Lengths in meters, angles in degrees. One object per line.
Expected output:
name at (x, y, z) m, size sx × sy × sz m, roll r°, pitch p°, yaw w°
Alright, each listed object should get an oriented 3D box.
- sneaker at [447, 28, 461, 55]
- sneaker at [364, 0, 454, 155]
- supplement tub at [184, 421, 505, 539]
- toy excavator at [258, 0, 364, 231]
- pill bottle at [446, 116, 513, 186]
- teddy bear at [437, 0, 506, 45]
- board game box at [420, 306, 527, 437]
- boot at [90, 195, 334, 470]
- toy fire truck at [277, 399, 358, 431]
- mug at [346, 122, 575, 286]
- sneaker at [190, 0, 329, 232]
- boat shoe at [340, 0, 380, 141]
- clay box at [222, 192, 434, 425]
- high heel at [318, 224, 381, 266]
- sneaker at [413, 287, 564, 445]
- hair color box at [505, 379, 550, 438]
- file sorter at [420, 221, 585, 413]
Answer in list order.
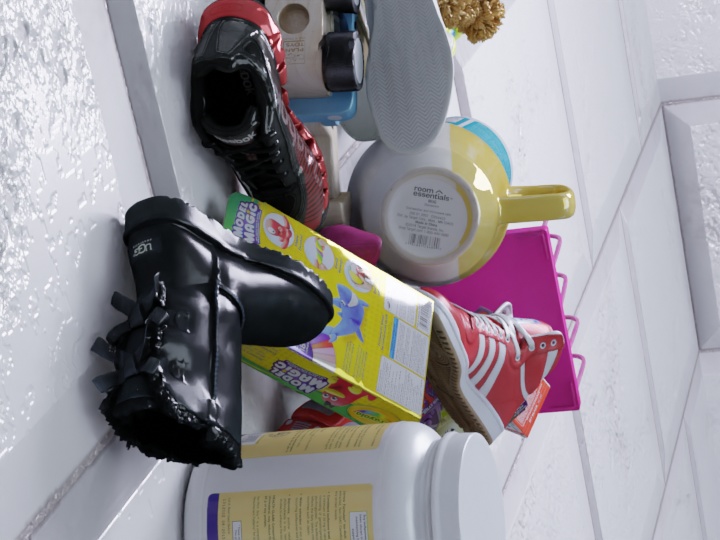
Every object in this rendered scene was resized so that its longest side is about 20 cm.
sneaker at (0.037, -0.192, 1.830) m, size 0.076 × 0.105 × 0.200 m, roll 42°, pitch 61°, yaw -2°
sneaker at (0.040, -0.182, 1.587) m, size 0.116 × 0.073 × 0.201 m, roll 64°, pitch 22°, yaw -78°
supplement tub at (-0.009, 0.182, 1.367) m, size 0.145 × 0.199 × 0.146 m, roll -5°, pitch 90°, yaw -72°
toy excavator at (-0.036, -0.143, 1.579) m, size 0.200 × 0.100 × 0.195 m, roll 48°, pitch 40°, yaw -75°
pill bottle at (0.086, -0.091, 1.889) m, size 0.200 × 0.111 × 0.111 m, roll -30°, pitch 113°, yaw -70°
teddy bear at (0.056, -0.268, 1.741) m, size 0.200 × 0.145 × 0.067 m, roll 30°, pitch 16°, yaw -31°
board game box at (0.062, 0.138, 1.702) m, size 0.200 × 0.032 × 0.120 m, roll -42°, pitch 129°, yaw -23°
boot at (-0.093, 0.056, 1.296) m, size 0.198 × 0.073 × 0.163 m, roll 32°, pitch 45°, yaw -42°
toy fire truck at (0.009, 0.165, 1.589) m, size 0.141 × 0.049 × 0.200 m, roll -48°, pitch 134°, yaw -34°
mug at (0.074, -0.063, 1.674) m, size 0.150 × 0.186 × 0.153 m, roll 55°, pitch 5°, yaw -3°
sneaker at (-0.079, -0.099, 1.450) m, size 0.098 × 0.071 × 0.201 m, roll -69°, pitch 146°, yaw -55°
boat shoe at (-0.022, -0.194, 1.667) m, size 0.068 × 0.075 × 0.200 m, roll -53°, pitch 131°, yaw -51°
clay box at (-0.037, 0.033, 1.468) m, size 0.200 × 0.048 × 0.115 m, roll 30°, pitch 48°, yaw -26°
high heel at (0.000, 0.000, 1.619) m, size 0.200 × 0.096 × 0.068 m, roll 6°, pitch 79°, yaw -72°
sneaker at (0.104, 0.053, 1.633) m, size 0.112 × 0.071 × 0.200 m, roll -45°, pitch 141°, yaw -14°
hair color box at (0.099, 0.092, 1.857) m, size 0.064 × 0.111 × 0.200 m, roll -65°, pitch 153°, yaw -12°
file sorter at (0.151, 0.034, 2.007) m, size 0.125 × 0.139 × 0.200 m, roll -61°, pitch 141°, yaw -63°
